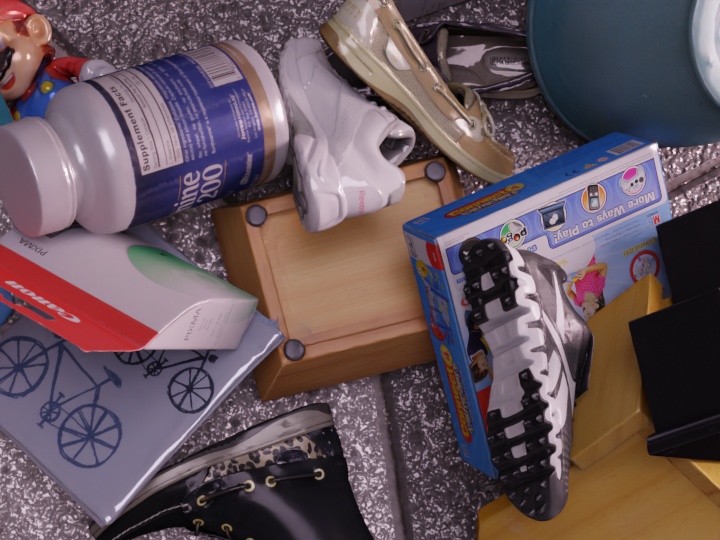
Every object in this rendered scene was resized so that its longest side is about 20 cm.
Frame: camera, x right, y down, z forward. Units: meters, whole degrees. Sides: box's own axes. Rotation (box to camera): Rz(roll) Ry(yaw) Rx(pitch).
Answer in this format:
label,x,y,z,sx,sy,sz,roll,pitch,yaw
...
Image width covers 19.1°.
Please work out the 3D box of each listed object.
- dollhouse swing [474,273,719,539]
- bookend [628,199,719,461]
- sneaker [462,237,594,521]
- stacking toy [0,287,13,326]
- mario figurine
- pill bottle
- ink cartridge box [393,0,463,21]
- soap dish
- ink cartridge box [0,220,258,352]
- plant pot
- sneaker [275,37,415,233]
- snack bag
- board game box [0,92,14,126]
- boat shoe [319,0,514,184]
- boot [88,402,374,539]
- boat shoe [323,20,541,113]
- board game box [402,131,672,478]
label,x,y,z,sx,sy,sz,roll,pitch,yaw
dollhouse swing,0.200,0.147,1.612,0.200,0.175,0.183,40,42,-31
bookend,0.267,0.029,1.530,0.092,0.198,0.201,-23,70,32
sneaker,0.132,0.075,1.509,0.090,0.066,0.202,3,70,-38
stacking toy,-0.312,0.021,1.552,0.116,0.200,0.110,45,77,-10
mario figurine,-0.253,-0.126,1.643,0.123,0.106,0.200,-42,86,-12
pill bottle,-0.161,-0.091,1.557,0.199,0.111,0.112,-20,79,-28
ink cartridge box,0.090,-0.303,1.723,0.199,0.084,0.147,-21,80,-10
soap dish,0.000,0.000,1.650,0.198,0.081,0.158,-14,79,-9
ink cartridge box,-0.189,0.005,1.523,0.160,0.200,0.050,27,99,25
plant pot,0.257,-0.185,1.622,0.199,0.188,0.202,-3,98,-25
sneaker,-0.011,-0.104,1.623,0.099,0.078,0.201,-5,46,-9
snack bag,-0.182,0.067,1.612,0.188,0.021,0.200,37,78,29
board game box,-0.363,-0.155,1.629,0.150,0.047,0.201,-31,79,27
boat shoe,0.056,-0.139,1.636,0.200,0.073,0.063,40,97,-24
boot,-0.085,0.205,1.602,0.202,0.073,0.155,-25,84,-8
boat shoe,0.061,-0.167,1.700,0.198,0.065,0.073,-1,79,-5
board game box,0.148,0.024,1.605,0.199,0.056,0.197,-23,112,-21
